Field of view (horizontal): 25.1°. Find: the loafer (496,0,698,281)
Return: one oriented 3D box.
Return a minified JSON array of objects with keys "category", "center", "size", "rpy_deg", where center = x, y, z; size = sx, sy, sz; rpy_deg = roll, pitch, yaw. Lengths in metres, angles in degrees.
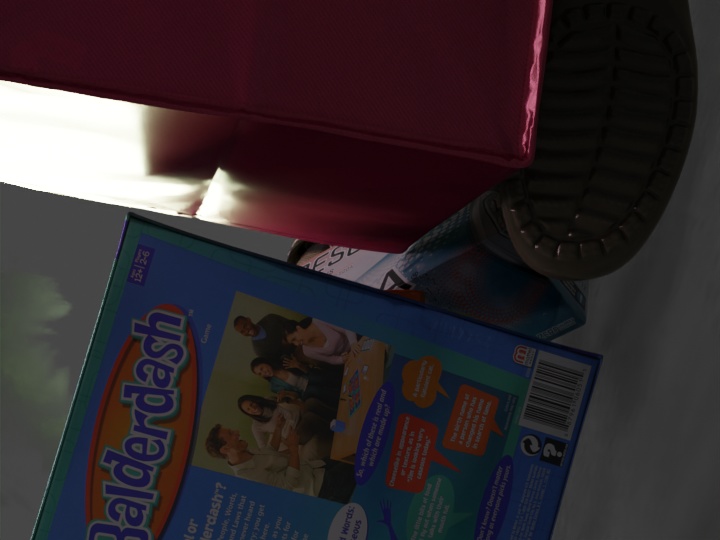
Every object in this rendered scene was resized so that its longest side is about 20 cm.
[{"category":"loafer","center":[0.096,-0.086,0.638],"size":[0.067,0.075,0.201],"rpy_deg":[75,-154,-71]}]

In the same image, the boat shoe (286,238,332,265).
[{"category":"boat shoe","center":[0.000,0.000,0.942],"size":[0.074,0.073,0.201],"rpy_deg":[-23,54,40]}]

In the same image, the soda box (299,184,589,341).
[{"category":"soda box","center":[0.009,0.024,0.756],"size":[0.199,0.064,0.069],"rpy_deg":[-29,28,29]}]

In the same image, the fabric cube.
[{"category":"fabric cube","center":[-0.042,-0.128,0.620],"size":[0.199,0.198,0.198],"rpy_deg":[148,131,-79]}]

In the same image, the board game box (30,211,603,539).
[{"category":"board game box","center":[-0.019,0.078,0.650],"size":[0.045,0.199,0.153],"rpy_deg":[137,150,-86]}]

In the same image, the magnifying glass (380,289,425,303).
[{"category":"magnifying glass","center":[0.015,0.109,0.692],"size":[0.022,0.079,0.202],"rpy_deg":[-173,83,-67]}]
